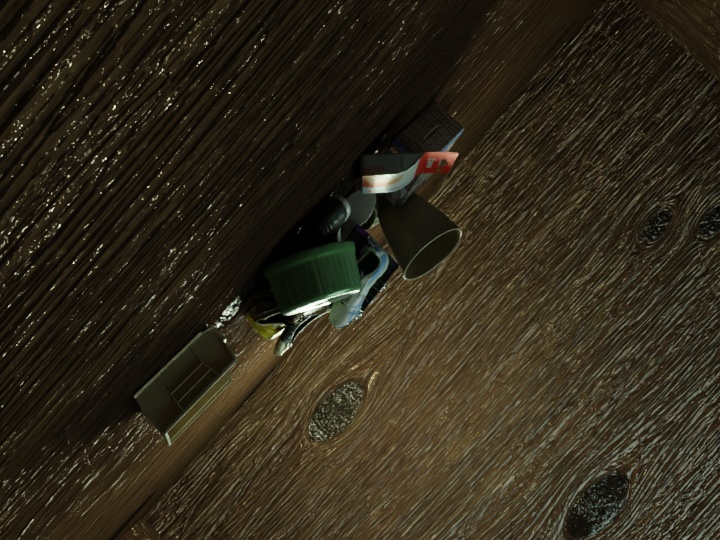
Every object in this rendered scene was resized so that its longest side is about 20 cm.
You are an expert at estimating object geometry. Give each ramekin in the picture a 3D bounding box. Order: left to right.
[{"bbox_3d":[-0.091,0.020,1.247,0.195,0.100,0.200,-18,174,-2],"label":"ramekin"}]

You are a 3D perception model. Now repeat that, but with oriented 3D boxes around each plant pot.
[{"bbox_3d":[0.130,-0.115,1.566,0.185,0.202,0.188,-31,158,-14],"label":"plant pot"}]

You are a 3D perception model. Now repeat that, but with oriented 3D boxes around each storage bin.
[{"bbox_3d":[-0.341,0.230,1.216,0.199,0.094,0.200,-45,175,-25],"label":"storage bin"}]

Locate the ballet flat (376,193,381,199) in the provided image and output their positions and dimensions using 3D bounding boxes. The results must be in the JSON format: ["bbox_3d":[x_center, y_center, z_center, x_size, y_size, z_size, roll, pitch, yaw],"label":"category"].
[{"bbox_3d":[0.072,-0.213,1.666,0.199,0.073,0.073,-39,174,-23],"label":"ballet flat"}]

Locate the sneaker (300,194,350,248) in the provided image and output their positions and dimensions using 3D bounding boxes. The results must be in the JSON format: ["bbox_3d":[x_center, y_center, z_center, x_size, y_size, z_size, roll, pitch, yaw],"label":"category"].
[{"bbox_3d":[-0.088,-0.070,1.272,0.099,0.071,0.201,-40,169,-31],"label":"sneaker"}]

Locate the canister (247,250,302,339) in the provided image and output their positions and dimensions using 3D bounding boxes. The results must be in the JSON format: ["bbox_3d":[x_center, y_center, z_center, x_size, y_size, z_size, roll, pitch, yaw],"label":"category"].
[{"bbox_3d":[-0.165,0.052,1.452,0.201,0.086,0.148,-50,174,17],"label":"canister"}]

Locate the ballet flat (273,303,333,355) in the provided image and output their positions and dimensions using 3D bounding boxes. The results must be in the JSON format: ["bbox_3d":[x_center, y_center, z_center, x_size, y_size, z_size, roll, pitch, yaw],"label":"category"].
[{"bbox_3d":[-0.136,0.130,1.463,0.200,0.057,0.067,-48,174,-28],"label":"ballet flat"}]

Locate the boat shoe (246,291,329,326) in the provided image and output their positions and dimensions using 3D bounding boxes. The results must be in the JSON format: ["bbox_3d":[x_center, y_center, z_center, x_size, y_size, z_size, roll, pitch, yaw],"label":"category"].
[{"bbox_3d":[-0.152,0.091,1.340,0.195,0.069,0.073,-2,138,-29],"label":"boat shoe"}]

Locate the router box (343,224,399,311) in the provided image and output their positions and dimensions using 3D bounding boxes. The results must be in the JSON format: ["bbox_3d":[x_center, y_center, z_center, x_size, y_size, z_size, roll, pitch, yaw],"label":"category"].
[{"bbox_3d":[0.000,0.000,1.439,0.150,0.051,0.200,-51,149,-1],"label":"router box"}]

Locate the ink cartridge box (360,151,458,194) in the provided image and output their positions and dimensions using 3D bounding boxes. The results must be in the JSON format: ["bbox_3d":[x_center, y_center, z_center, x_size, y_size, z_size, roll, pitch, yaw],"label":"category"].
[{"bbox_3d":[0.096,-0.199,1.264,0.162,0.194,0.052,89,2,-84],"label":"ink cartridge box"}]

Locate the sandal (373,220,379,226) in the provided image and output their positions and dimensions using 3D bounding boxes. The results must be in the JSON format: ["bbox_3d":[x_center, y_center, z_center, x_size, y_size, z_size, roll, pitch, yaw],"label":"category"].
[{"bbox_3d":[0.017,-0.148,1.774,0.198,0.055,0.080,-34,176,23],"label":"sandal"}]

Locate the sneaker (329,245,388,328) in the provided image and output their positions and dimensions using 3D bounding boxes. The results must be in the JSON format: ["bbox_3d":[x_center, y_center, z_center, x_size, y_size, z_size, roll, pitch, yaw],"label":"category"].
[{"bbox_3d":[-0.012,0.033,1.339,0.202,0.071,0.072,-57,143,1],"label":"sneaker"}]

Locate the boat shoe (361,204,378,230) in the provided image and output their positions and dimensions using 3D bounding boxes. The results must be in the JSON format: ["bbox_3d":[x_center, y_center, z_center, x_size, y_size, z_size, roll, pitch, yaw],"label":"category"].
[{"bbox_3d":[-0.001,-0.137,1.564,0.066,0.071,0.201,-51,-177,-29],"label":"boat shoe"}]

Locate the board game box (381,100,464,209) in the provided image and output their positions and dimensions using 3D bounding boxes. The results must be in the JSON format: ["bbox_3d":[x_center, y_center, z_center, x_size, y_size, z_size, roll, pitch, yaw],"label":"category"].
[{"bbox_3d":[0.131,-0.270,1.451,0.159,0.097,0.200,-45,176,-27],"label":"board game box"}]

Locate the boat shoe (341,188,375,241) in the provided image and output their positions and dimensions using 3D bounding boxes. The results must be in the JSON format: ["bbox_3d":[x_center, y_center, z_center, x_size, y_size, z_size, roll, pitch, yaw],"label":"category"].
[{"bbox_3d":[-0.042,-0.112,1.424,0.201,0.074,0.093,-49,-167,4],"label":"boat shoe"}]

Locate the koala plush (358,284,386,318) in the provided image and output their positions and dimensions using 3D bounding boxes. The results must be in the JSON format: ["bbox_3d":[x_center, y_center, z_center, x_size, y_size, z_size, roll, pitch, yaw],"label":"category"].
[{"bbox_3d":[-0.033,0.035,1.869,0.178,0.200,0.184,-46,176,-1],"label":"koala plush"}]
